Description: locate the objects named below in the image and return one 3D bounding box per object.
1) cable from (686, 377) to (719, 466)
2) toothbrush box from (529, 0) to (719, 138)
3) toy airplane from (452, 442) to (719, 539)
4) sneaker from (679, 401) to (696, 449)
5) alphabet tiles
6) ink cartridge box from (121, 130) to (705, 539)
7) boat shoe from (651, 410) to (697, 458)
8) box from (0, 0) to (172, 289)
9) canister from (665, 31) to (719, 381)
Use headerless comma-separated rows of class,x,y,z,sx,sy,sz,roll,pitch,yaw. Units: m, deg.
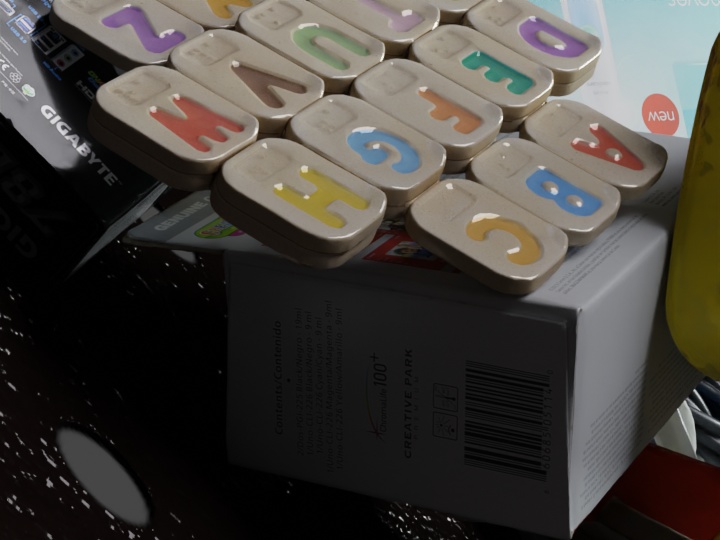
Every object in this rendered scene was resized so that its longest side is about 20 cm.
cable,0.195,0.078,1.160,0.163,0.051,0.200,41,16,-8
toothbrush box,0.117,-0.081,0.927,0.146,0.085,0.200,-4,79,-30
toy airplane,0.117,0.119,0.807,0.199,0.141,0.200,17,-1,32
sneaker,0.144,0.109,1.050,0.200,0.075,0.088,59,-5,-28
alphabet tiles,0.002,-0.066,0.676,0.195,0.015,0.200,32,37,17
ink cartridge box,0.035,0.006,0.737,0.175,0.084,0.200,10,23,25
boat shoe,0.143,0.138,0.961,0.074,0.065,0.200,114,-45,-84
box,-0.117,-0.120,0.720,0.200,0.050,0.199,46,40,-3
canister,0.188,-0.014,0.746,0.086,0.149,0.200,9,-5,27
